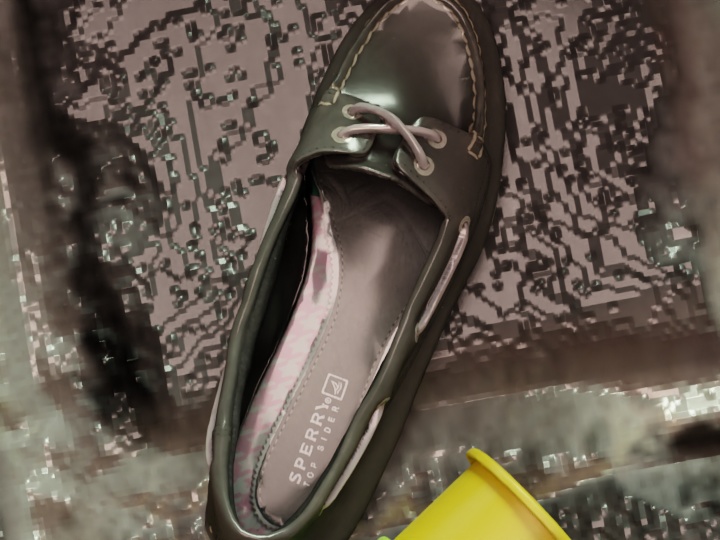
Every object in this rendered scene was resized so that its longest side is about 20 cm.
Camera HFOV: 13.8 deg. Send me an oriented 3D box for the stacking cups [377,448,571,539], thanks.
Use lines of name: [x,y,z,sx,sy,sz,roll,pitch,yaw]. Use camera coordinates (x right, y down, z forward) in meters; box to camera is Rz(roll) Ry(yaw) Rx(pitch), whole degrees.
stacking cups: [-0.015,0.145,0.909,0.200,0.061,0.061,-45,81,-6]

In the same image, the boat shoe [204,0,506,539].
boat shoe: [0.000,0.000,0.935,0.067,0.057,0.200,17,84,6]
